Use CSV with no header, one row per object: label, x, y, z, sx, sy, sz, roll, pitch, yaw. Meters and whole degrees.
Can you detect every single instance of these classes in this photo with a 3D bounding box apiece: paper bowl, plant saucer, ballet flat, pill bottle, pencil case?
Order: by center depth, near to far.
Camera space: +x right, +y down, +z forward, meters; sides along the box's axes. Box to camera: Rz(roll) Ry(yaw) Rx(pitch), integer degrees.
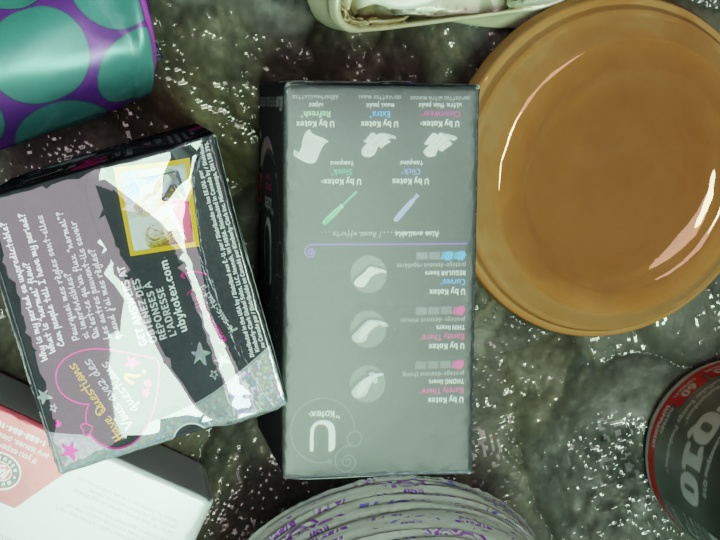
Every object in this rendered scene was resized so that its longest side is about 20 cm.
pencil case,-0.204,-0.108,0.770,0.197,0.085,0.093,-18,61,-7
paper bowl,0.012,0.197,0.812,0.197,0.105,0.203,-6,124,-9
pill bottle,0.243,0.121,0.816,0.112,0.200,0.116,-1,97,-10
ballet flat,0.068,-0.166,0.821,0.197,0.069,0.071,-12,98,-9
plant saucer,0.146,-0.055,0.845,0.197,0.037,0.203,-4,107,-12

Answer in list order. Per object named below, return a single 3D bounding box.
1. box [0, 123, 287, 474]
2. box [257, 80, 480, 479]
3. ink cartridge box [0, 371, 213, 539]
box,-0.114,0.006,0.740,0.113,0.200,0.134,-16,99,-6
box,0.000,0.000,0.799,0.104,0.122,0.203,-1,96,-10
ink cartridge box,-0.188,0.177,0.806,0.144,0.083,0.202,26,92,-12
